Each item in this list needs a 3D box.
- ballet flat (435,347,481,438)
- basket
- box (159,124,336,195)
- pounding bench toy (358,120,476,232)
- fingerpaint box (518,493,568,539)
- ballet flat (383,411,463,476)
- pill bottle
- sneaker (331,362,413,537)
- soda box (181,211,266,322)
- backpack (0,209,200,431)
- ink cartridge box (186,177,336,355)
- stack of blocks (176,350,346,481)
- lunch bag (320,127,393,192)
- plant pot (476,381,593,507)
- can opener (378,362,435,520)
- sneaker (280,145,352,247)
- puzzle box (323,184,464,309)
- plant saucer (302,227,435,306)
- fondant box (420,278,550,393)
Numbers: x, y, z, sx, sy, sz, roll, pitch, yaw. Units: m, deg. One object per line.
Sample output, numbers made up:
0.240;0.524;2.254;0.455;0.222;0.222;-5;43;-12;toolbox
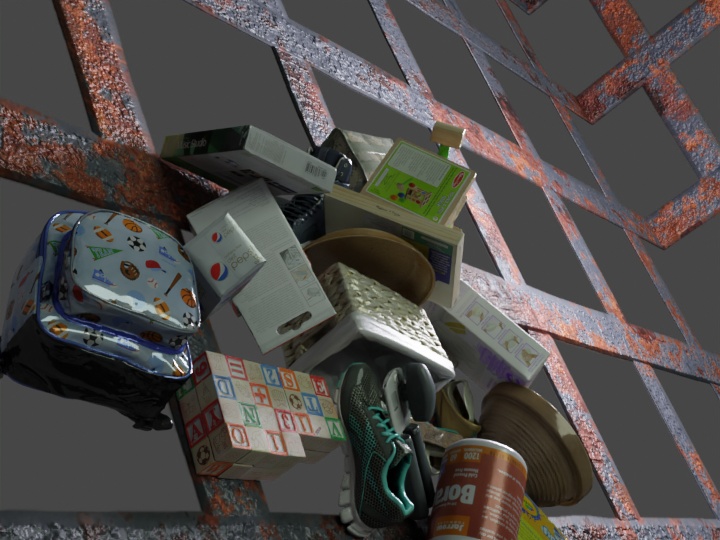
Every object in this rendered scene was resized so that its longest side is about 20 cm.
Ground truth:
0.128;0.164;1.569;0.068;0.063;0.202;18;42;-48;ballet flat
0.003;0.095;1.369;0.199;0.135;0.124;28;32;-42;basket
-0.145;-0.136;1.352;0.143;0.199;0.037;24;75;-39;box
0.089;-0.095;1.518;0.123;0.157;0.201;24;55;13;pounding bench toy
0.234;0.413;1.425;0.200;0.073;0.167;47;27;-13;fingerpaint box
0.079;0.234;1.405;0.199;0.068;0.068;22;53;-45;ballet flat
0.138;0.318;1.304;0.112;0.112;0.202;38;48;-26;pill bottle
0.023;0.206;1.252;0.077;0.090;0.203;12;68;-53;sneaker
-0.160;0.000;1.164;0.068;0.063;0.200;51;-17;-1;soda box
-0.249;0.029;1.029;0.199;0.154;0.191;29;24;-35;backpack
-0.121;-0.002;1.309;0.202;0.108;0.050;60;-12;14;ink cartridge box
-0.105;0.168;1.182;0.199;0.058;0.116;19;42;-49;stack of blocks
0.021;-0.110;1.666;0.163;0.117;0.202;2;54;-54;lunch bag
0.229;0.268;1.529;0.092;0.201;0.202;-34;86;-23;plant pot
0.065;0.214;1.319;0.053;0.066;0.203;-37;123;-55;can opener
-0.080;-0.098;1.448;0.076;0.148;0.202;21;11;21;sneaker
0.043;-0.032;1.433;0.198;0.134;0.026;22;53;17;puzzle box
0.000;0.000;1.400;0.199;0.199;0.036;31;46;-37;plant saucer
0.173;0.103;1.577;0.199;0.145;0.058;39;68;13;fondant box
